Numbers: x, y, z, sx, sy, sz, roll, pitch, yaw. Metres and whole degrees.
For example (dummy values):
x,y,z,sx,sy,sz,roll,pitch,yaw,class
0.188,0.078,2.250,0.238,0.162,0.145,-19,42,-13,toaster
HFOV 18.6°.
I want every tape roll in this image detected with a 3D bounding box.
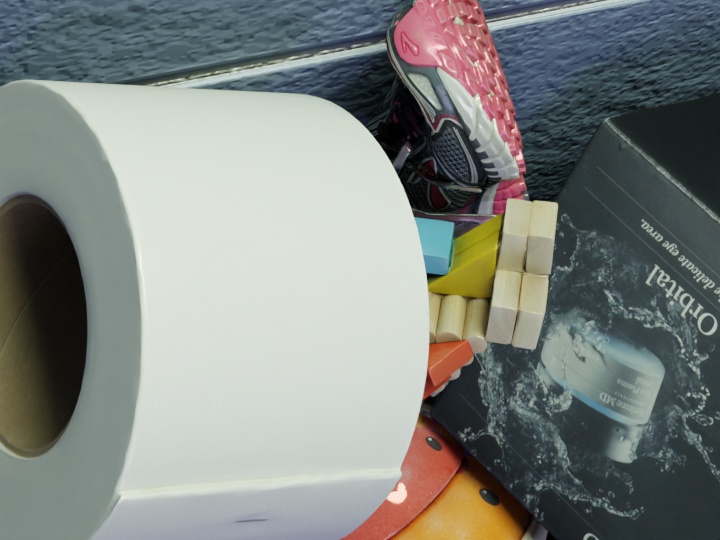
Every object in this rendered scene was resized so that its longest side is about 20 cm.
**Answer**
x,y,z,sx,sy,sz,roll,pitch,yaw,class
-0.084,0.023,0.927,0.139,0.203,0.203,-1,154,-37,tape roll

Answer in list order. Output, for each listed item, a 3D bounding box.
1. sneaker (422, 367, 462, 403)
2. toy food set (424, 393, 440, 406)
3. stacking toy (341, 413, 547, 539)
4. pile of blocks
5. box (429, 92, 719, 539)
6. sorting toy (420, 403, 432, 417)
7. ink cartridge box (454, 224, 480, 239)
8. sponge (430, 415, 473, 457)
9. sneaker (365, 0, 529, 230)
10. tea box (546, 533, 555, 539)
x,y,z,sx,sy,sz,roll,pitch,yaw,class
-0.029,0.030,1.068,0.200,0.074,0.087,-23,135,18,sneaker
0.130,0.041,1.349,0.199,0.049,0.198,-8,157,-20,toy food set
-0.008,0.103,1.167,0.146,0.200,0.146,-36,-169,8,stacking toy
0.007,0.033,0.983,0.082,0.062,0.200,36,129,-23,pile of blocks
0.172,0.053,1.096,0.117,0.197,0.200,-15,141,-49,box
-0.065,0.133,1.354,0.180,0.107,0.200,30,143,-22,sorting toy
0.000,0.000,1.179,0.199,0.050,0.161,-2,163,14,ink cartridge box
0.100,0.113,1.307,0.111,0.030,0.200,-33,149,-15,sponge
0.033,-0.058,0.981,0.074,0.081,0.200,-15,160,1,sneaker
0.192,0.202,1.269,0.200,0.134,0.197,-19,-161,-33,tea box
